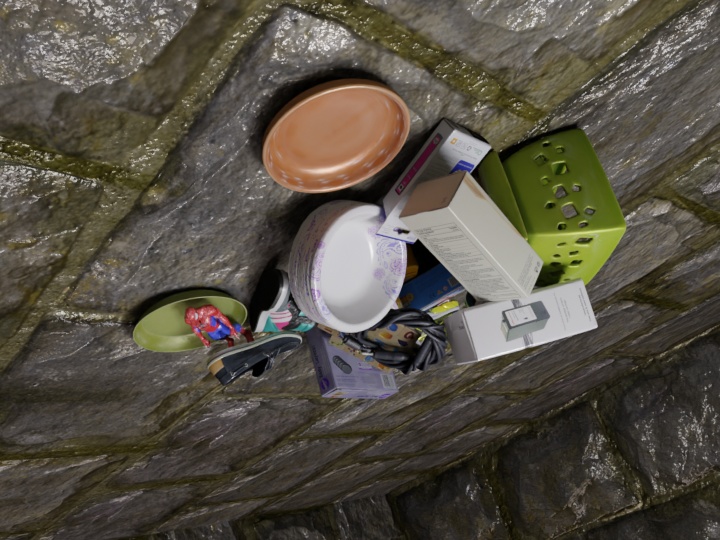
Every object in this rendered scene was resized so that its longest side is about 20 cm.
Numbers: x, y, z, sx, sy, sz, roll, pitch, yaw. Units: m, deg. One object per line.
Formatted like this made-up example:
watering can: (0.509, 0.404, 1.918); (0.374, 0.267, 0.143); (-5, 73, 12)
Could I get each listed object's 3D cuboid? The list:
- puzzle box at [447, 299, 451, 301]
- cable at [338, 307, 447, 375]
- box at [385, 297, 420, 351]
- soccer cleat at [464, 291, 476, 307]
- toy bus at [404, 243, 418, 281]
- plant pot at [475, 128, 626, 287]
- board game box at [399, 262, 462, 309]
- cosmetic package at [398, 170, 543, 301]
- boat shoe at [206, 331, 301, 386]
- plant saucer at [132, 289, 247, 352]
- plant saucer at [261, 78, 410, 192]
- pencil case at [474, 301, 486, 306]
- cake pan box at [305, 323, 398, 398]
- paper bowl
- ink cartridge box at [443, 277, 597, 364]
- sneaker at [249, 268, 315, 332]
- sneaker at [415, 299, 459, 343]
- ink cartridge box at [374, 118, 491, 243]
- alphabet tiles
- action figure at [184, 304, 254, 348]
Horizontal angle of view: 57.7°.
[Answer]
puzzle box: (0.166, 0.115, 1.542); (0.133, 0.025, 0.200); (-25, 152, 10)
cable: (0.066, 0.123, 1.121); (0.200, 0.051, 0.163); (-19, 125, 42)
box: (0.063, 0.089, 1.176); (0.041, 0.039, 0.200); (-15, 130, 12)
soccer cleat: (0.270, 0.033, 1.292); (0.081, 0.068, 0.200); (-47, 169, 36)
toy bus: (0.000, 0.000, 1.176); (0.199, 0.065, 0.078); (-15, 154, -11)
plant pot: (0.284, -0.088, 1.070); (0.181, 0.200, 0.199); (-9, 152, -6)
board game box: (0.139, 0.039, 1.280); (0.200, 0.056, 0.196); (-32, 171, 22)
cosmetic package: (0.161, -0.044, 0.942); (0.200, 0.071, 0.105); (45, 151, -27)
boat shoe: (-0.187, 0.163, 1.207); (0.200, 0.062, 0.075); (-14, 157, -44)
plant saucer: (-0.304, 0.086, 1.167); (0.199, 0.031, 0.200); (-17, 154, -9)
plant saucer: (-0.034, -0.178, 0.855); (0.200, 0.038, 0.200); (-16, 152, -9)
pencil case: (0.253, 0.000, 1.195); (0.078, 0.201, 0.089); (3, 161, 16)
cake pan box: (-0.018, 0.170, 1.347); (0.052, 0.185, 0.200); (-33, 151, 34)
paper bowl: (-0.029, -0.010, 1.028); (0.104, 0.201, 0.200); (15, -179, 43)
ink cartridge box: (0.249, 0.085, 1.050); (0.199, 0.084, 0.146); (-14, 171, -7)
sneaker: (-0.121, 0.057, 1.174); (0.120, 0.084, 0.200); (-1, 156, -23)
sneaker: (0.131, 0.128, 1.304); (0.200, 0.085, 0.074); (-25, 170, -22)
ink cartridge box: (0.103, -0.129, 0.991); (0.095, 0.037, 0.200); (10, 125, -45)
alphabet tiles: (0.022, 0.124, 1.195); (0.200, 0.006, 0.167); (28, 142, -2)
action figure: (-0.252, 0.103, 1.152); (0.065, 0.052, 0.200); (-20, 152, 9)
